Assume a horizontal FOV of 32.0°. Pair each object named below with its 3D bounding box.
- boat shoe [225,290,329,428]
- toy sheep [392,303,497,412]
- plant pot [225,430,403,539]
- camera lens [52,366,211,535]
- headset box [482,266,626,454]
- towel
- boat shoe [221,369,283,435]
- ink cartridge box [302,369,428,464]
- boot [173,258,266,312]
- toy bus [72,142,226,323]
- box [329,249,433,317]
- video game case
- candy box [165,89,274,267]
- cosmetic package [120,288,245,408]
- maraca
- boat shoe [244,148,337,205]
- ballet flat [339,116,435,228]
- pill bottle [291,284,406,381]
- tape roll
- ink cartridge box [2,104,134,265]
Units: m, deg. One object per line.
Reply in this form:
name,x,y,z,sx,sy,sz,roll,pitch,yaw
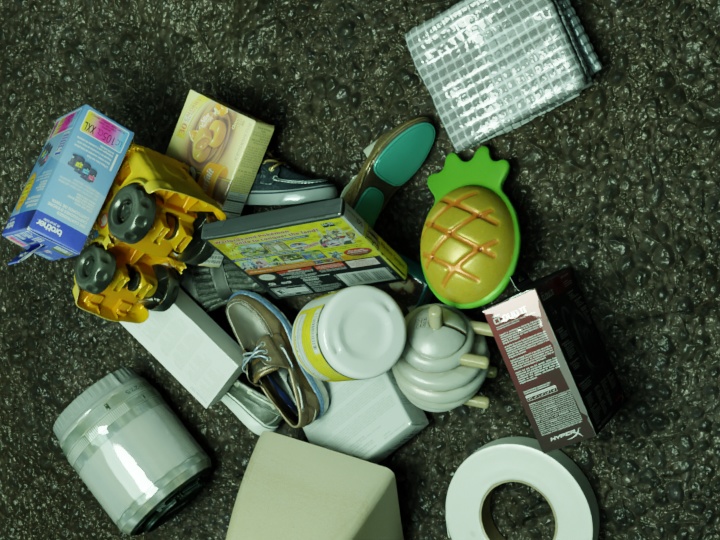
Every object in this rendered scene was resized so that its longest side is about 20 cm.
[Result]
boat shoe,-0.117,0.117,1.655,0.072,0.072,0.201,-38,88,31
toy sheep,0.102,0.107,1.557,0.136,0.138,0.202,20,142,22
plant pot,-0.071,0.361,1.629,0.197,0.178,0.202,13,134,23
camera lens,-0.322,0.261,1.788,0.201,0.160,0.160,49,116,10
headset box,0.229,0.093,1.486,0.077,0.148,0.202,-25,89,27
towel,0.167,-0.254,1.488,0.198,0.085,0.167,-26,88,28
boat shoe,-0.180,0.141,1.750,0.199,0.071,0.064,40,115,6
ink cartridge box,-0.016,0.164,1.693,0.162,0.057,0.202,-40,61,27
boot,-0.217,-0.044,1.723,0.157,0.079,0.213,-26,92,31
toy bus,-0.293,-0.064,1.591,0.201,0.135,0.193,-51,50,18
box,0.000,0.000,1.639,0.199,0.049,0.083,31,112,19
video game case,-0.066,-0.023,1.550,0.197,0.181,0.026,-8,61,27
candy box,-0.203,-0.120,1.642,0.115,0.055,0.202,27,101,26
cosmetic package,-0.246,0.084,1.699,0.200,0.051,0.083,44,110,9
maraca,0.134,-0.053,1.536,0.135,0.107,0.203,-8,72,27
boat shoe,-0.124,-0.133,1.665,0.197,0.071,0.092,1,94,23
ballet flat,0.017,-0.115,1.593,0.202,0.067,0.072,-59,37,2
pill bottle,-0.024,0.082,1.563,0.113,0.110,0.200,70,162,-1
tape roll,0.205,0.314,1.603,0.200,0.037,0.206,6,103,26
ink cartridge box,-0.367,-0.091,1.544,0.136,0.076,0.202,-6,61,61
